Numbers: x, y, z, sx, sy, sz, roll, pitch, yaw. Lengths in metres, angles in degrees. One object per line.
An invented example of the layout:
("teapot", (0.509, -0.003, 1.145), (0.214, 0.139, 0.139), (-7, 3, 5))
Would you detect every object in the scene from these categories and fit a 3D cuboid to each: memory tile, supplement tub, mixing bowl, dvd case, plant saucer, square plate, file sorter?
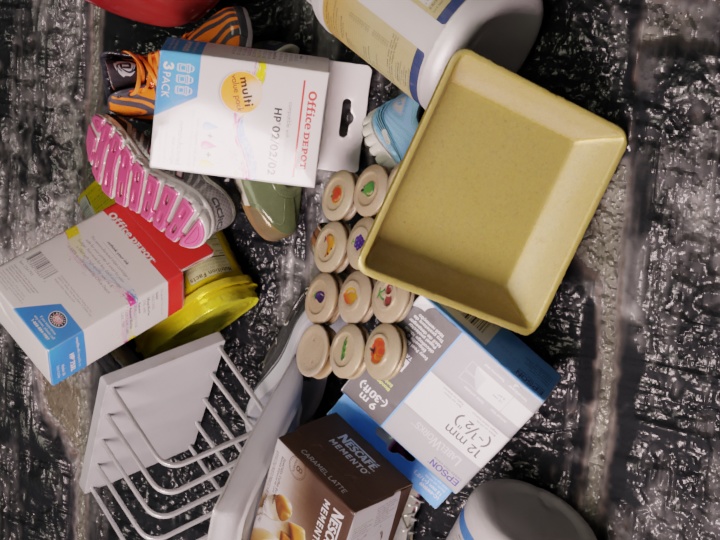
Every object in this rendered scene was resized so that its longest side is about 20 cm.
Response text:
("memory tile", (0.000, 0.000, 1.229), (0.153, 0.017, 0.200), (-3, 77, 53))
("supplement tub", (0.121, 0.304, 1.240), (0.132, 0.132, 0.200), (37, 117, 26))
("mixing bowl", (-0.182, -0.319, 1.353), (0.108, 0.200, 0.200), (37, 128, -23))
("dvd case", (-0.264, 0.093, 1.462), (0.018, 0.200, 0.143), (-43, 67, -4))
("plant saucer", (0.106, -0.067, 1.154), (0.048, 0.200, 0.200), (36, 103, 57))
("supplement tub", (0.047, -0.244, 1.202), (0.200, 0.144, 0.145), (42, 119, 24))
("square plate", (-0.102, 0.213, 1.324), (0.028, 0.198, 0.200), (21, 139, 7))
("file sorter", (-0.190, 0.188, 1.400), (0.125, 0.139, 0.200), (50, 143, 26))

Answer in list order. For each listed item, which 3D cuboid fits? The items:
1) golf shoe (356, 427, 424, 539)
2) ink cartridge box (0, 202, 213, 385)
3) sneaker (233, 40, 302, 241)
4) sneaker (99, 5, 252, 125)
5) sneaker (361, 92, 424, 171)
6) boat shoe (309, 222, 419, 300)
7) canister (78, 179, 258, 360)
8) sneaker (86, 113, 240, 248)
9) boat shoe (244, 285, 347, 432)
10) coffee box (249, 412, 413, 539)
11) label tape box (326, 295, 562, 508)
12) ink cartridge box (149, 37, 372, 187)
("golf shoe", (0.029, 0.238, 1.336), (0.091, 0.075, 0.200), (-15, 98, 16))
("ink cartridge box", (-0.258, 0.011, 1.363), (0.116, 0.200, 0.067), (45, 150, 24))
("sneaker", (-0.081, -0.135, 1.358), (0.090, 0.067, 0.201), (-14, 86, 42))
("sneaker", (-0.192, -0.199, 1.350), (0.200, 0.112, 0.078), (-39, 56, 46))
("sneaker", (0.080, -0.085, 1.245), (0.090, 0.078, 0.200), (-39, 74, 30))
("boat shoe", (0.046, -0.002, 1.290), (0.200, 0.076, 0.074), (29, 108, 21))
("canister", (-0.211, -0.023, 1.461), (0.148, 0.086, 0.200), (-34, 75, 33))
("sneaker", (-0.197, -0.097, 1.373), (0.200, 0.087, 0.074), (38, 127, 27))
("boat shoe", (-0.065, 0.095, 1.393), (0.200, 0.069, 0.057), (-59, 29, 34))
("coffee box", (-0.037, 0.253, 1.278), (0.114, 0.080, 0.200), (40, 129, 31))
("label tape box", (0.064, 0.123, 1.233), (0.143, 0.066, 0.200), (41, 118, 5))
("ink cartridge box", (-0.093, -0.148, 1.288), (0.199, 0.068, 0.115), (7, 109, -4))
